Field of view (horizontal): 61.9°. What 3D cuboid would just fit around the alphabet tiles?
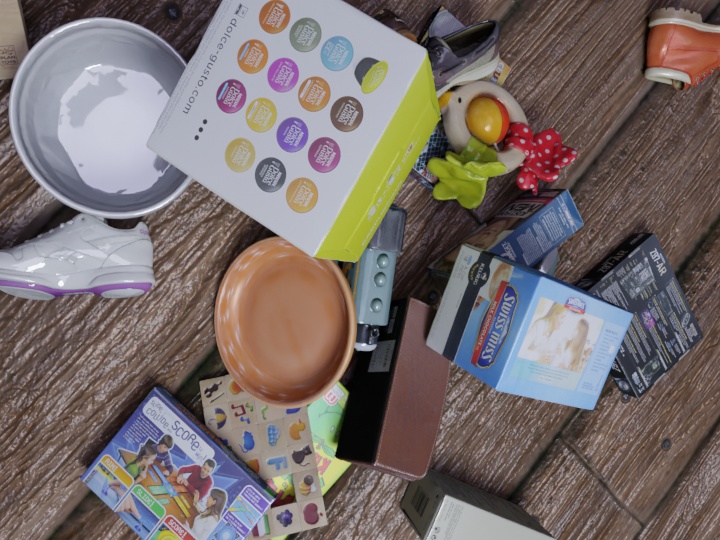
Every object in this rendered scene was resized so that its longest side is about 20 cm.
[{"bbox_3d":[-0.139,0.230,0.751,0.162,0.008,0.206,-11,79,-3],"label":"alphabet tiles"}]

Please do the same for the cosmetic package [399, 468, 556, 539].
[{"bbox_3d":[0.164,0.359,0.851,0.197,0.105,0.072,27,88,-16],"label":"cosmetic package"}]

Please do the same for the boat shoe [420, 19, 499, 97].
[{"bbox_3d":[0.095,-0.260,0.751,0.196,0.072,0.066,-26,141,-18],"label":"boat shoe"}]

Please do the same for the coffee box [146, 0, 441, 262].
[{"bbox_3d":[-0.049,-0.145,0.615,0.195,0.200,0.203,32,95,10],"label":"coffee box"}]

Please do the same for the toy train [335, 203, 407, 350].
[{"bbox_3d":[0.000,0.000,0.759,0.083,0.113,0.206,8,92,-29],"label":"toy train"}]

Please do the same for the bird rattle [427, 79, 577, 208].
[{"bbox_3d":[0.180,-0.175,0.784,0.196,0.113,0.167,-19,83,-18],"label":"bird rattle"}]

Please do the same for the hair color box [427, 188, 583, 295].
[{"bbox_3d":[0.199,-0.034,0.832,0.198,0.100,0.061,-37,105,-12],"label":"hair color box"}]

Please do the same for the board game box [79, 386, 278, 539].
[{"bbox_3d":[-0.215,0.259,0.720,0.199,0.034,0.136,40,82,5],"label":"board game box"}]

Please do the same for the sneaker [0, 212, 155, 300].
[{"bbox_3d":[-0.337,-0.019,0.689,0.194,0.075,0.103,1,76,-18],"label":"sneaker"}]

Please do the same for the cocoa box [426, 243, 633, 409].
[{"bbox_3d":[0.205,0.070,0.726,0.197,0.131,0.136,17,98,-36],"label":"cocoa box"}]

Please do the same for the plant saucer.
[{"bbox_3d":[-0.090,0.062,0.732,0.195,0.037,0.207,0,90,24],"label":"plant saucer"}]

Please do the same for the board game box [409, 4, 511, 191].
[{"bbox_3d":[0.105,-0.231,0.821,0.134,0.035,0.203,33,84,-17],"label":"board game box"}]

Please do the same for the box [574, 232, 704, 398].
[{"bbox_3d":[0.436,0.070,0.946,0.159,0.043,0.202,-37,104,-12],"label":"box"}]

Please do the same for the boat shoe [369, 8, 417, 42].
[{"bbox_3d":[-0.023,-0.255,0.766,0.198,0.071,0.071,-35,66,-3],"label":"boat shoe"}]

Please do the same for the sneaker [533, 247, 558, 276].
[{"bbox_3d":[0.266,0.066,0.874,0.116,0.074,0.205,20,98,-11],"label":"sneaker"}]

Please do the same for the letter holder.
[{"bbox_3d":[0.070,0.160,0.774,0.140,0.100,0.205,24,69,-25],"label":"letter holder"}]

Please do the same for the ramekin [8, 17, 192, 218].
[{"bbox_3d":[-0.271,-0.160,0.670,0.194,0.105,0.207,-1,94,-17],"label":"ramekin"}]

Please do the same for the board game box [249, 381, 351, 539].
[{"bbox_3d":[-0.076,0.244,0.794,0.200,0.047,0.102,-46,106,-10],"label":"board game box"}]

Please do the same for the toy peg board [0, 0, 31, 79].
[{"bbox_3d":[-0.458,-0.301,0.619,0.195,0.098,0.205,-10,113,-16],"label":"toy peg board"}]

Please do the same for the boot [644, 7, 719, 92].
[{"bbox_3d":[0.531,-0.328,0.936,0.194,0.075,0.110,8,95,-9],"label":"boot"}]
